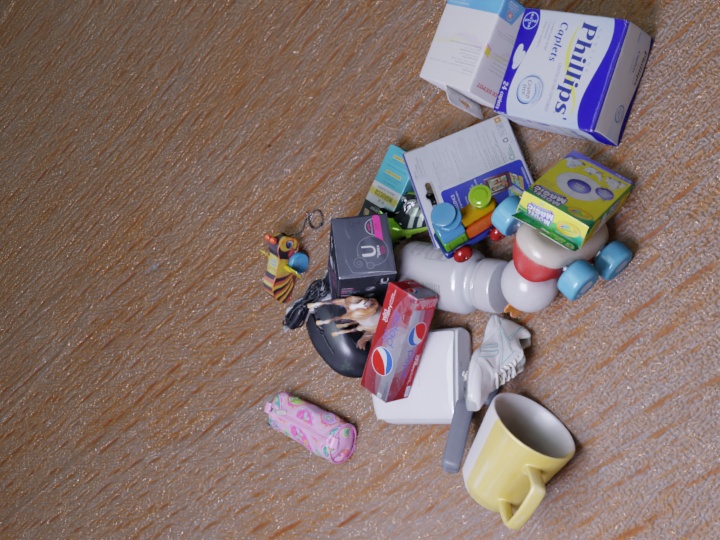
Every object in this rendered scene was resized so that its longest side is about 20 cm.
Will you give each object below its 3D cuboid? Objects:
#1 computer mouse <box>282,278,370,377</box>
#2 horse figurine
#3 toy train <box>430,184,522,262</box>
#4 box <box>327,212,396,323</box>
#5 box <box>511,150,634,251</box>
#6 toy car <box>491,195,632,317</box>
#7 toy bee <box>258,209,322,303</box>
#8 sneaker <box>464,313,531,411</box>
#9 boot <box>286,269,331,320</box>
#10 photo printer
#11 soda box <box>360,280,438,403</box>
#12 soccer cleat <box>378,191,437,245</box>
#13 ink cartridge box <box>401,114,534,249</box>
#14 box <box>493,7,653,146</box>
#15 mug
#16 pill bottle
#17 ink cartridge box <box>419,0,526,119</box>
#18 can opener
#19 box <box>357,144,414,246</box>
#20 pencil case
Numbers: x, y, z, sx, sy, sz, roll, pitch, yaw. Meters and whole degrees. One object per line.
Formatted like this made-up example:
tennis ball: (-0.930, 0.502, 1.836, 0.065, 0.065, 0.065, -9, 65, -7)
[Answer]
computer mouse: (-0.061, 0.131, 1.680, 0.200, 0.053, 0.139, 48, 119, 8)
horse figurine: (-0.004, 0.084, 1.549, 0.131, 0.200, 0.050, -12, 64, 19)
toy train: (0.207, -0.105, 1.420, 0.199, 0.116, 0.085, -31, 64, 4)
box: (0.000, 0.000, 1.576, 0.105, 0.200, 0.123, -6, 65, -6)
box: (0.326, -0.108, 1.342, 0.117, 0.200, 0.049, 32, 136, 21)
toy car: (0.297, -0.004, 1.414, 0.185, 0.176, 0.201, 47, 140, 25)
toy bee: (-0.167, -0.037, 1.817, 0.130, 0.108, 0.202, 1, 82, 42)
sneaker: (0.223, 0.150, 1.414, 0.079, 0.201, 0.071, 16, 136, 18)
boot: (-0.063, 0.042, 1.746, 0.198, 0.073, 0.091, -12, 67, 30)
photo printer: (0.103, 0.192, 1.567, 0.199, 0.069, 0.168, -7, 77, 39)
soda box: (0.066, 0.121, 1.500, 0.070, 0.063, 0.202, 31, 113, 38)
soccer cleat: (0.122, -0.114, 1.591, 0.198, 0.068, 0.082, -21, 99, 24)
ink cartridge box: (0.196, -0.153, 1.527, 0.198, 0.047, 0.199, -22, 68, 11)
box: (0.348, -0.321, 1.438, 0.199, 0.104, 0.186, 21, 96, 40)
mug: (0.230, 0.305, 1.376, 0.149, 0.186, 0.154, 37, 115, 16)
pill bottle: (0.164, 0.015, 1.521, 0.199, 0.114, 0.116, 10, 88, 41)
ink cartridge box: (0.208, -0.384, 1.553, 0.125, 0.128, 0.202, 28, 99, 40)
can opener: (0.182, 0.239, 1.447, 0.066, 0.053, 0.201, 17, 64, 13)
box: (0.056, -0.134, 1.685, 0.082, 0.049, 0.202, 33, 103, 39)
pencil case: (-0.099, 0.305, 1.707, 0.199, 0.087, 0.088, 21, 95, 40)
